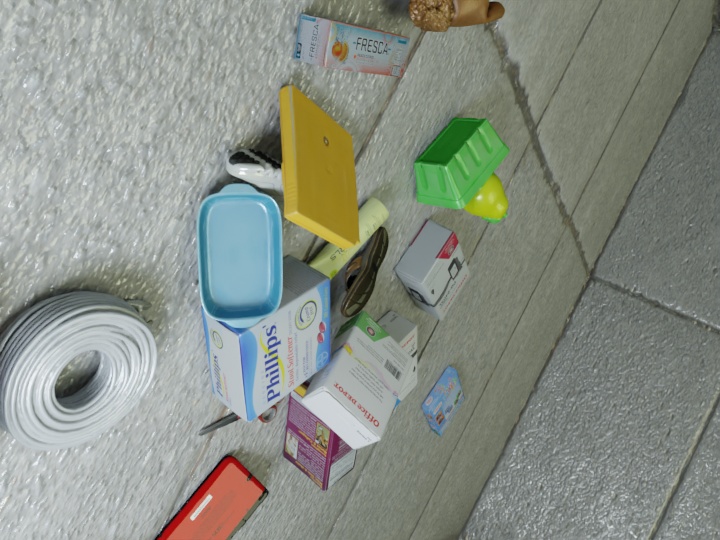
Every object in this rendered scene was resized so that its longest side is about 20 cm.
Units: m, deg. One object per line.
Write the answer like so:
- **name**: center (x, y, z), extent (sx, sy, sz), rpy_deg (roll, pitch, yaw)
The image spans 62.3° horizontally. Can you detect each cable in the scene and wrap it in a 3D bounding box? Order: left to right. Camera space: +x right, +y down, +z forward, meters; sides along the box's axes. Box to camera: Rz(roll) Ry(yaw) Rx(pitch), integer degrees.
- **cable**: center (-0.349, 0.125, 0.735), extent (0.199, 0.068, 0.203), rpy_deg (24, 92, -58)

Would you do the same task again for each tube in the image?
- **tube**: center (-0.026, -0.049, 1.105), extent (0.058, 0.052, 0.200), rpy_deg (47, 73, -13)

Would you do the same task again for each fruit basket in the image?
- **fruit basket**: center (0.229, -0.193, 1.268), extent (0.213, 0.154, 0.221), rpy_deg (-14, 112, -40)

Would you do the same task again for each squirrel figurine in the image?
- **squirrel figurine**: center (0.134, -0.492, 0.951), extent (0.199, 0.140, 0.190), rpy_deg (-36, 132, -40)

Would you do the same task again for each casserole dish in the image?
- **casserole dish**: center (-0.173, -0.022, 0.853), extent (0.118, 0.039, 0.205), rpy_deg (-3, 101, -17)

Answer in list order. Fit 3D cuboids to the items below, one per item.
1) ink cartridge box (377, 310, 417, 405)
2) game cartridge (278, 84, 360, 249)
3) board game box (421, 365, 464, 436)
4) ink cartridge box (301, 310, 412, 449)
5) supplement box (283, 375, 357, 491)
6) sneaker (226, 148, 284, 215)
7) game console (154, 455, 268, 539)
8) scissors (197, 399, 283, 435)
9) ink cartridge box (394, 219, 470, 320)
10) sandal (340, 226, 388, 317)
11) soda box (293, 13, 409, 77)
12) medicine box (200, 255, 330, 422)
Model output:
- **ink cartridge box**: center (0.061, 0.220, 1.381), extent (0.144, 0.083, 0.203), rpy_deg (-38, 139, -35)
- **game cartridge**: center (-0.060, -0.147, 0.896), extent (0.175, 0.032, 0.205), rpy_deg (27, 55, -56)
- **board game box**: center (0.260, 0.407, 1.842), extent (0.152, 0.036, 0.201), rpy_deg (-51, 146, -20)
- **ink cartridge box**: center (-0.002, 0.203, 1.111), extent (0.084, 0.145, 0.201), rpy_deg (-35, -163, 42)
- **supplement box**: center (-0.074, 0.315, 1.208), extent (0.102, 0.129, 0.204), rpy_deg (-21, 129, -46)
- **sneaker**: center (-0.126, -0.123, 0.890), extent (0.198, 0.075, 0.082), rpy_deg (10, 113, -57)
- **game console**: center (-0.277, 0.465, 1.123), extent (0.201, 0.118, 0.173), rpy_deg (-49, 114, -23)
- **scissors**: center (-0.210, 0.253, 1.081), extent (0.198, 0.014, 0.075), rpy_deg (7, 108, -56)
- **ink cartridge box**: center (0.175, 0.003, 1.395), extent (0.147, 0.082, 0.201), rpy_deg (-55, 147, -13)
- **sandal**: center (0.000, 0.000, 1.177), extent (0.082, 0.053, 0.204), rpy_deg (58, 49, -60)
- **soda box**: center (-0.008, -0.339, 0.906), extent (0.198, 0.068, 0.065), rpy_deg (-16, 124, -51)
- **medicine box**: center (-0.149, 0.109, 0.983), extent (0.199, 0.102, 0.186), rpy_deg (-33, 137, -41)
